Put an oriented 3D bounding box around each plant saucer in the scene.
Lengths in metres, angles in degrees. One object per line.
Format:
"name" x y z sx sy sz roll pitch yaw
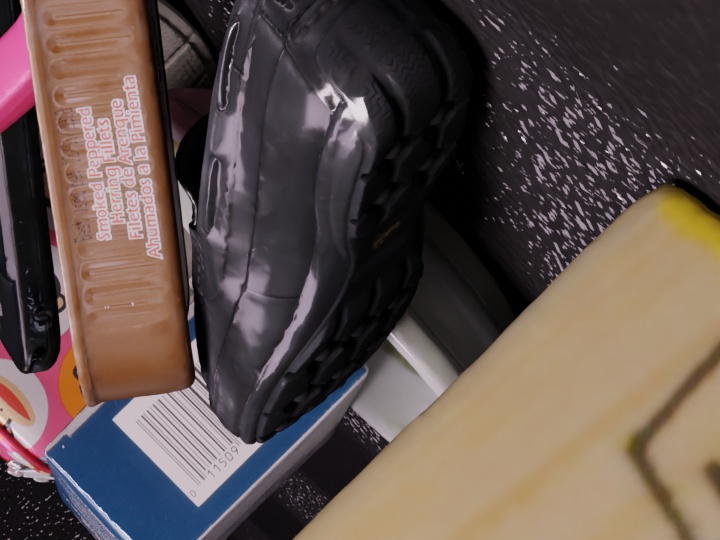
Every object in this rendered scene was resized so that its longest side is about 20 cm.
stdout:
"plant saucer" 0.000 0.000 1.018 0.200 0.050 0.200 45 171 9

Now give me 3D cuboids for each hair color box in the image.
"hair color box" -0.057 0.061 1.068 0.061 0.100 0.200 46 171 4

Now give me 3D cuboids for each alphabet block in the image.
"alphabet block" 0.085 0.136 0.755 0.196 0.200 0.195 42 171 24

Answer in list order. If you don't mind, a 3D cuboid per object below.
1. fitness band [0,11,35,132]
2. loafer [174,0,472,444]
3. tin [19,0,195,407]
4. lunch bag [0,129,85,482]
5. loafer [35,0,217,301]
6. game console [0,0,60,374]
"fitness band" -0.147 -0.116 0.982 0.144 0.037 0.200 60 142 4
"loafer" -0.019 -0.020 0.856 0.070 0.068 0.201 44 149 17
"tin" -0.075 -0.054 0.871 0.112 0.042 0.201 -92 -2 -59
"lunch bag" -0.149 -0.014 1.226 0.200 0.176 0.082 48 171 -9
"loafer" -0.085 -0.049 1.112 0.063 0.072 0.200 40 168 34
"game console" -0.192 -0.070 1.096 0.176 0.116 0.201 -135 37 -63
